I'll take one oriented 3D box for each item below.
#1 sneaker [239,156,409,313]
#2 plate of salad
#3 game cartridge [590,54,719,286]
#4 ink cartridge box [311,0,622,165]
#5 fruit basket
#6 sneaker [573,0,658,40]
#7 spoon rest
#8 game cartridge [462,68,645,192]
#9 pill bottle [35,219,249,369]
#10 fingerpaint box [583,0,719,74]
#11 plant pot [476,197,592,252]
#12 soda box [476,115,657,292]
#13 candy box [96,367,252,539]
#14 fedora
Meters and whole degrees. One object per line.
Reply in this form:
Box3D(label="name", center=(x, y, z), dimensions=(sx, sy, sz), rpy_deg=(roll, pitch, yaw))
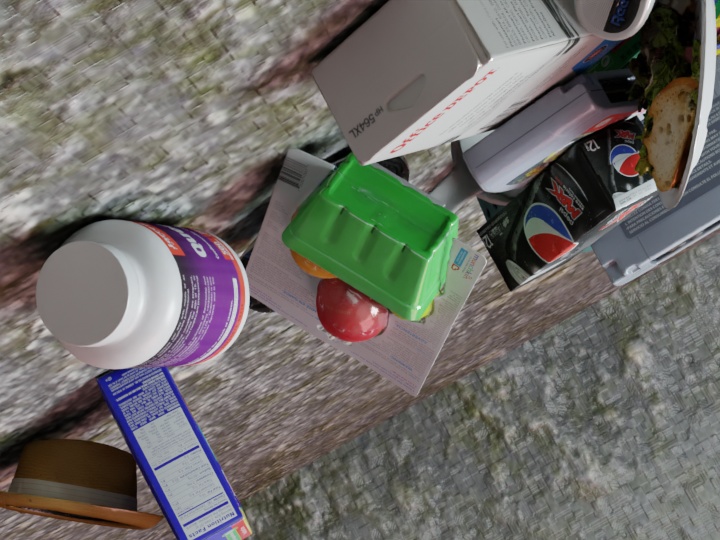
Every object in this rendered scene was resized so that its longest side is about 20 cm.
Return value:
Box3D(label="sneaker", center=(-0.035, -0.047, 1.699), dimensions=(0.200, 0.076, 0.077), rpy_deg=(-37, -167, 27))
Box3D(label="plate of salad", center=(0.224, -0.146, 1.433), dimensions=(0.048, 0.202, 0.200), rpy_deg=(2, 167, -1))
Box3D(label="game cartridge", center=(0.269, -0.093, 1.647), dimensions=(0.199, 0.134, 0.041), rpy_deg=(-32, 159, 20))
Box3D(label="ink cartridge box", center=(0.085, -0.160, 1.400), dimensions=(0.199, 0.085, 0.146), rpy_deg=(-18, 165, -48))
Box3D(label="fruit basket", center=(0.000, 0.000, 1.622), dimensions=(0.094, 0.185, 0.200), rpy_deg=(-55, 172, -34))
Box3D(label="sneaker", center=(0.211, -0.263, 1.337), dimensions=(0.201, 0.073, 0.112), rpy_deg=(-61, 178, 39))
Box3D(label="spoon rest", center=(0.098, -0.079, 1.691), dimensions=(0.061, 0.099, 0.200), rpy_deg=(-47, 177, 42))
Box3D(label="game cartridge", center=(0.162, -0.111, 1.541), dimensions=(0.133, 0.041, 0.200), rpy_deg=(-30, 174, 28))
Box3D(label="pill bottle", center=(-0.169, 0.019, 1.501), dimensions=(0.112, 0.113, 0.200), rpy_deg=(-32, 169, 15))
Box3D(label="fingerpaint box", center=(0.231, -0.190, 1.664), dimensions=(0.166, 0.074, 0.200), rpy_deg=(-19, 166, -39))
Box3D(label="plant pot", center=(0.219, -0.097, 1.918), dimensions=(0.199, 0.142, 0.141), rpy_deg=(-18, 167, -14))
Box3D(label="soda box", center=(0.173, -0.052, 1.600), dimensions=(0.070, 0.064, 0.200), rpy_deg=(-26, 171, -27))
Box3D(label="candy box", center=(-0.192, 0.197, 2.024), dimensions=(0.077, 0.201, 0.169), rpy_deg=(-27, 169, -8))
Box3D(label="fedora", center=(-0.304, 0.225, 2.078), dimensions=(0.199, 0.082, 0.201), rpy_deg=(8, 169, 2))
